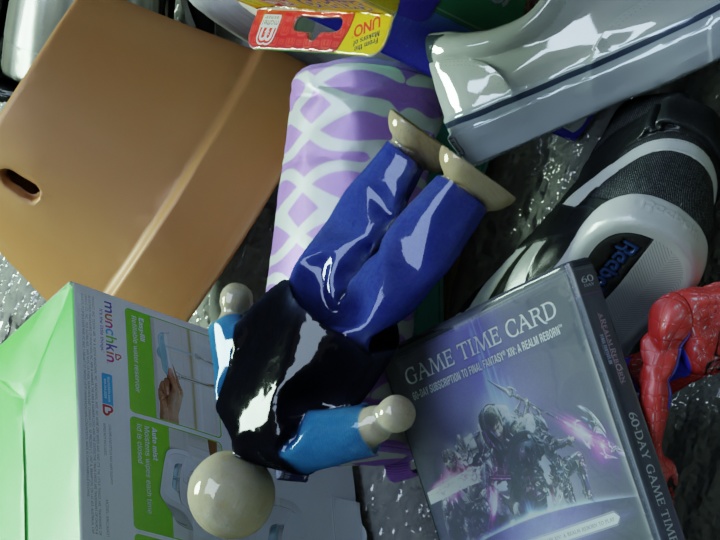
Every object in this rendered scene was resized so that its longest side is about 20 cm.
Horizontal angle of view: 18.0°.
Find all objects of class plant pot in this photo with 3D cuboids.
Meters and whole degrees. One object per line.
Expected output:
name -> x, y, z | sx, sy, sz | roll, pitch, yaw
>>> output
plant pot -> -0.128, -0.059, 1.237 | 0.201, 0.140, 0.200 | -55, 9, 13

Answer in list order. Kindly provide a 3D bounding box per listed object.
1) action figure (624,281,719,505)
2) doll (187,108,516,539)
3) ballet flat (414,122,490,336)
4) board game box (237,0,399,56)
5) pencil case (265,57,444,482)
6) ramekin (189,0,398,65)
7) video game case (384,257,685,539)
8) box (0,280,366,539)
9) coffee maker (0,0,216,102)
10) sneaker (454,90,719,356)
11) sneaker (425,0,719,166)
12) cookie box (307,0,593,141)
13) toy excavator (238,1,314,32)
action figure -> 0.126, 0.073, 0.965 | 0.200, 0.065, 0.100 | -46, 62, 47
doll -> -0.013, 0.032, 1.002 | 0.201, 0.048, 0.136 | -55, 46, 4
ballet flat -> 0.024, -0.023, 1.166 | 0.072, 0.067, 0.202 | 158, 122, -69
board game box -> -0.001, -0.191, 0.965 | 0.095, 0.030, 0.202 | 9, 85, 50
pencil case -> 0.000, 0.000, 1.083 | 0.084, 0.085, 0.202 | -11, 71, 60
ramekin -> -0.025, -0.212, 1.275 | 0.200, 0.105, 0.202 | -28, 53, 43
video game case -> 0.081, 0.111, 0.967 | 0.143, 0.019, 0.201 | -28, 76, 53
box -> -0.091, 0.131, 1.131 | 0.097, 0.176, 0.201 | -36, 47, 37
coffee maker -> -0.173, -0.213, 1.399 | 0.192, 0.134, 0.202 | 33, 118, 55
sneaker -> 0.110, -0.009, 1.044 | 0.200, 0.073, 0.112 | -43, 16, 53
sneaker -> 0.120, -0.116, 1.009 | 0.199, 0.073, 0.071 | -24, 95, 10
cookie box -> 0.065, -0.175, 1.058 | 0.172, 0.199, 0.075 | -54, 39, 19
toy excavator -> 0.037, -0.213, 1.142 | 0.100, 0.194, 0.201 | 35, 116, 26
